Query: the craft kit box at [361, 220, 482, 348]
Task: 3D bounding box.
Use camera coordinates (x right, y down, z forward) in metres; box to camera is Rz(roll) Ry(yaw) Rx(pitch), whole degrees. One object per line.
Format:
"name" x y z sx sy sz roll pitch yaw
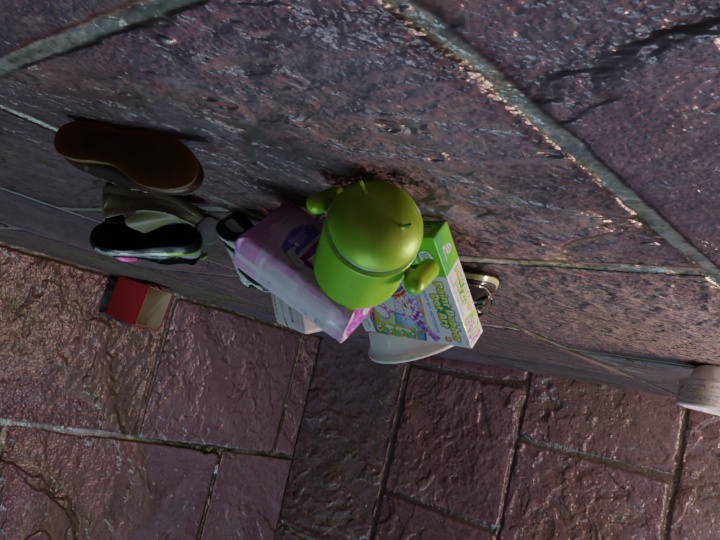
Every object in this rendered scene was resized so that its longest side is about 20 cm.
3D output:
"craft kit box" 0.061 0.016 1.064 0.196 0.049 0.201 3 130 36

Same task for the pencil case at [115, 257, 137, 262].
"pencil case" -0.499 -0.063 1.587 0.093 0.091 0.200 -21 -177 -23

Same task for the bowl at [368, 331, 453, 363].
"bowl" 0.094 0.075 1.245 0.200 0.091 0.201 -17 -169 4

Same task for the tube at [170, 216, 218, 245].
"tube" -0.342 -0.080 1.385 0.199 0.051 0.078 8 148 44

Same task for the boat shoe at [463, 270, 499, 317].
"boat shoe" 0.208 0.047 1.303 0.073 0.065 0.200 11 170 17

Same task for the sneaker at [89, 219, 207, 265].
"sneaker" -0.372 -0.035 1.286 0.198 0.072 0.083 5 144 -5

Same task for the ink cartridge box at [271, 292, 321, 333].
"ink cartridge box" -0.091 0.017 1.200 0.084 0.146 0.200 -10 -175 -19

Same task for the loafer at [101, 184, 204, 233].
"loafer" -0.352 -0.095 1.230 0.199 0.068 0.076 11 174 24

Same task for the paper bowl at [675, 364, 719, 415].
"paper bowl" 0.846 0.283 1.699 0.199 0.105 0.201 12 171 2

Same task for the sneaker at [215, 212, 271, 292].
"sneaker" -0.162 -0.005 1.196 0.201 0.075 0.116 47 163 45

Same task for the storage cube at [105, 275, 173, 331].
"storage cube" -0.946 0.141 3.138 0.179 0.201 0.171 16 173 25

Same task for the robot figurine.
"robot figurine" 0.007 -0.029 0.882 0.175 0.116 0.200 40 152 9

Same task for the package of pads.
"package of pads" -0.068 -0.003 1.020 0.199 0.121 0.076 36 137 8

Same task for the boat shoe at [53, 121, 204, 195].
"boat shoe" -0.273 -0.133 0.894 0.199 0.071 0.070 19 166 17
